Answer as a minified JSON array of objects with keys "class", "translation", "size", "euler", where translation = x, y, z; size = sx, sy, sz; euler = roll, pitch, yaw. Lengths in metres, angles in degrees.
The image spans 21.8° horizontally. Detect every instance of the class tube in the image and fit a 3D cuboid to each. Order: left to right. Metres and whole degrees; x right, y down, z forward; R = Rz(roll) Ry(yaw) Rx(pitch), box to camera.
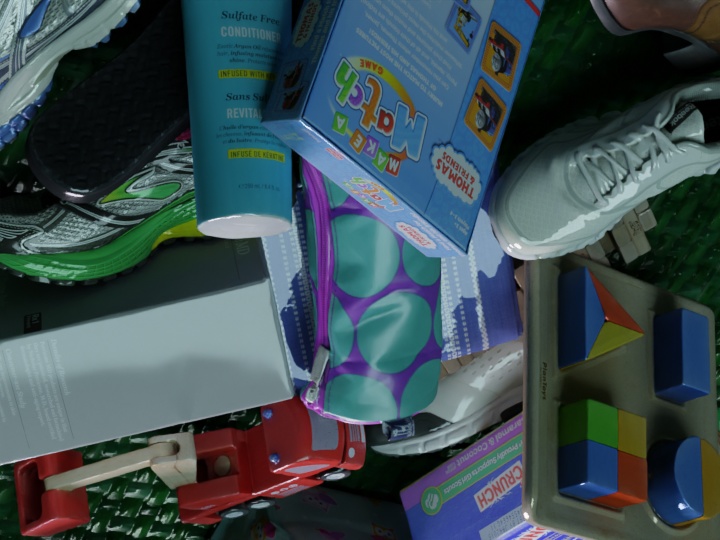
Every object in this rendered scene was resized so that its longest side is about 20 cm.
[{"class":"tube","translation":[-0.066,-0.120,1.005],"size":[0.077,0.203,0.050],"euler":[4,166,-32]}]

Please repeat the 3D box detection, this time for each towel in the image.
[{"class":"towel","translation":[0.000,0.000,1.179],"size":[0.198,0.024,0.146],"euler":[-14,112,-5]}]

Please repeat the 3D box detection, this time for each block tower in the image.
[{"class":"block tower","translation":[0.100,0.001,1.242],"size":[0.199,0.058,0.054],"euler":[-31,132,3]}]

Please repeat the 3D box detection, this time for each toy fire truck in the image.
[{"class":"toy fire truck","translation":[-0.111,0.126,1.207],"size":[0.199,0.049,0.140],"euler":[-24,157,32]}]

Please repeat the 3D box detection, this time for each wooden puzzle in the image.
[{"class":"wooden puzzle","translation":[0.178,0.085,1.194],"size":[0.199,0.187,0.046],"euler":[22,150,-38]}]

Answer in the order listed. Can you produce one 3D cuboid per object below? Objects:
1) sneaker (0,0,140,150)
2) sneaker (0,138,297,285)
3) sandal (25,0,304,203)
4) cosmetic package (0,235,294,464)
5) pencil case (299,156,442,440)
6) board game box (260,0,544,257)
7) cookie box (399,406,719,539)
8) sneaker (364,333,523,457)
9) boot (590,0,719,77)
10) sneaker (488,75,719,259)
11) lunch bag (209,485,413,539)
[{"class":"sneaker","translation":[-0.175,-0.151,0.983],"size":[0.085,0.077,0.200],"euler":[31,109,-35]},{"class":"sneaker","translation":[-0.135,-0.056,1.086],"size":[0.198,0.078,0.086],"euler":[-21,126,-20]},{"class":"sandal","translation":[-0.104,-0.103,1.039],"size":[0.199,0.075,0.045],"euler":[-38,171,-24]},{"class":"cosmetic package","translation":[-0.144,0.039,1.099],"size":[0.198,0.107,0.091],"euler":[-16,116,-4]},{"class":"pencil case","translation":[0.002,-0.006,1.117],"size":[0.092,0.085,0.202],"euler":[-18,116,-35]},{"class":"board game box","translation":[0.033,-0.132,1.036],"size":[0.151,0.036,0.202],"euler":[37,62,-41]},{"class":"cookie box","translation":[0.155,0.156,1.317],"size":[0.171,0.076,0.199],"euler":[-35,151,31]},{"class":"sneaker","translation":[0.087,0.067,1.292],"size":[0.198,0.074,0.081],"euler":[-24,94,7]},{"class":"boot","translation":[0.242,-0.187,1.084],"size":[0.199,0.069,0.188],"euler":[-21,146,33]},{"class":"sneaker","translation":[0.168,-0.072,1.149],"size":[0.199,0.076,0.081],"euler":[-28,178,-11]},{"class":"lunch bag","translation":[-0.044,0.261,1.340],"size":[0.169,0.122,0.201],"euler":[15,113,-34]}]
